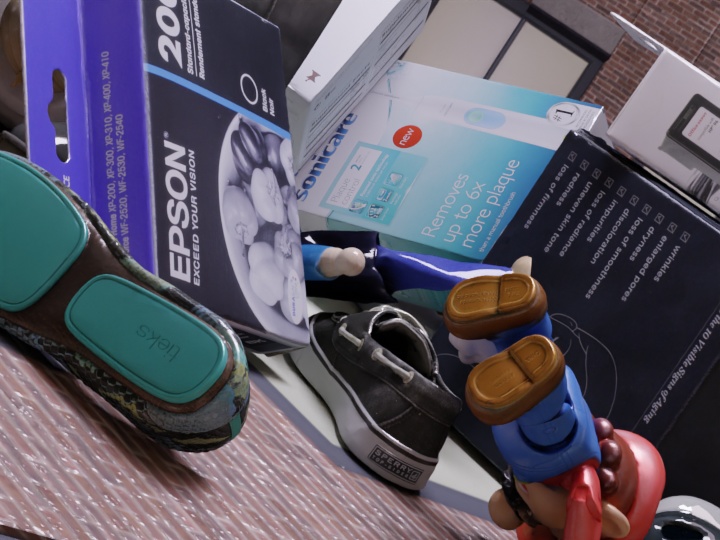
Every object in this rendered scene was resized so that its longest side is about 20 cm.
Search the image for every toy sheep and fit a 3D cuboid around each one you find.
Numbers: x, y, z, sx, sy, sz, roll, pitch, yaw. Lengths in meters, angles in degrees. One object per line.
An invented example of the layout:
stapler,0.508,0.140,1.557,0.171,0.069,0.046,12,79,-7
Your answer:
toy sheep,-0.192,-0.146,1.404,0.138,0.138,0.200,33,3,2

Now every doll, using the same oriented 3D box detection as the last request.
doll,0.000,0.000,1.304,0.199,0.049,0.136,6,1,3

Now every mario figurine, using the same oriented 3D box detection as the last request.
mario figurine,0.084,0.095,1.124,0.106,0.124,0.200,9,-32,31

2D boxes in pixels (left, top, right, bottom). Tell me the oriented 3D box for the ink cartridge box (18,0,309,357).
ink cartridge box,-0.103,-0.067,1.177,0.200,0.043,0.199,20,59,-55

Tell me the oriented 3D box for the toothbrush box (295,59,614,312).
toothbrush box,0.057,-0.055,1.509,0.200,0.147,0.085,16,-30,30

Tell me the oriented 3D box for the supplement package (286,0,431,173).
supplement package,-0.071,-0.198,1.488,0.200,0.156,0.111,37,-23,8

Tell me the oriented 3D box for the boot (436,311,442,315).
boot,0.111,0.044,1.514,0.073,0.075,0.200,14,38,-46

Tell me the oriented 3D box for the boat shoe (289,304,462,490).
boat shoe,0.015,0.057,1.232,0.071,0.064,0.200,29,9,-22

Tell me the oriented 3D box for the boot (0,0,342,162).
boot,-0.108,-0.120,1.310,0.073,0.200,0.182,35,8,38

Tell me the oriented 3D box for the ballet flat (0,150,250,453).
ballet flat,-0.124,0.018,0.987,0.200,0.074,0.074,40,11,31

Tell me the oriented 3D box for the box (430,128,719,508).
box,0.167,0.054,1.348,0.124,0.200,0.197,27,11,-43

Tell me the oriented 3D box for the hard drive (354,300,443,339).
hard drive,0.079,0.057,1.605,0.200,0.027,0.132,31,9,-22

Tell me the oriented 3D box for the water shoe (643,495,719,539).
water shoe,0.230,0.210,1.224,0.200,0.072,0.079,35,36,0

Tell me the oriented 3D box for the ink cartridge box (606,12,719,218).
ink cartridge box,0.225,-0.072,1.360,0.200,0.068,0.116,37,6,15
